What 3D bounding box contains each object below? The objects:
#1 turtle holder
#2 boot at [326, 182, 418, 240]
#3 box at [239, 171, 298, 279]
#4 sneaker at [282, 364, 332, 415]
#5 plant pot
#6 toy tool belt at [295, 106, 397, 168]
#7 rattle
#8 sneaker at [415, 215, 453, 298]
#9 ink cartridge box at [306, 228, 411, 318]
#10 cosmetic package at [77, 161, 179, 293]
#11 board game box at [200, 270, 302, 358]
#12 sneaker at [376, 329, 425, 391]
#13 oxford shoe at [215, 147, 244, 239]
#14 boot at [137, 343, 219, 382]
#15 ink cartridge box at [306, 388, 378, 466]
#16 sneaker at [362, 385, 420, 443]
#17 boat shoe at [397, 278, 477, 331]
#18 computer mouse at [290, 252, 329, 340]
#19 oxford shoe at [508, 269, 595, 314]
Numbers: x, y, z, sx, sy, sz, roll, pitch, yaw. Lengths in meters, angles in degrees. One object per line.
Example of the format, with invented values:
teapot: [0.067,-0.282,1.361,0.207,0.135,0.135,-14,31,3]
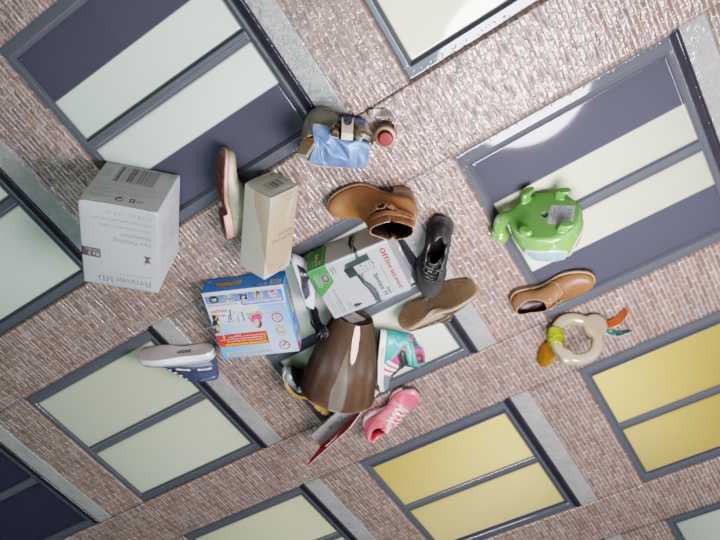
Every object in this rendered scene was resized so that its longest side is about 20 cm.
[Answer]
turtle holder: [0.370,-0.079,1.464,0.182,0.143,0.133,-21,139,5]
boot: [0.021,-0.110,1.447,0.195,0.156,0.078,0,125,3]
box: [-0.195,-0.095,1.493,0.077,0.095,0.203,28,129,25]
sneaker: [-0.118,0.288,1.774,0.077,0.079,0.199,-36,126,24]
plant pot: [-0.036,0.198,1.660,0.183,0.187,0.204,11,110,-5]
toy tool belt: [-0.025,-0.247,1.378,0.195,0.124,0.127,2,125,1]
rattle: [0.532,0.169,1.666,0.197,0.131,0.144,-23,136,-14]
sneaker: [0.157,-0.017,1.542,0.074,0.091,0.203,7,125,6]
ink cartridge box: [0.000,0.000,1.566,0.197,0.084,0.148,-22,121,16]
cosmetic package: [-0.480,-0.090,1.479,0.161,0.166,0.203,9,124,-2]
board game box: [-0.253,0.107,1.667,0.196,0.056,0.199,-6,124,7]
sneaker: [0.098,0.222,1.716,0.118,0.085,0.202,2,133,0]
oxford shoe: [-0.264,-0.167,1.490,0.072,0.071,0.203,-11,126,-20]
boot: [-0.453,0.239,1.753,0.195,0.073,0.092,-2,118,4]
ink cartridge box: [-0.057,0.380,1.759,0.045,0.176,0.200,45,123,4]
sneaker: [0.084,0.378,1.813,0.073,0.087,0.200,36,118,-21]
boat shoe: [0.184,0.087,1.635,0.198,0.073,0.072,-31,149,9]
computer mouse: [-0.115,0.049,1.605,0.043,0.110,0.203,-17,114,-6]
oxford shoe: [0.439,0.059,1.593,0.197,0.072,0.072,-21,119,14]
